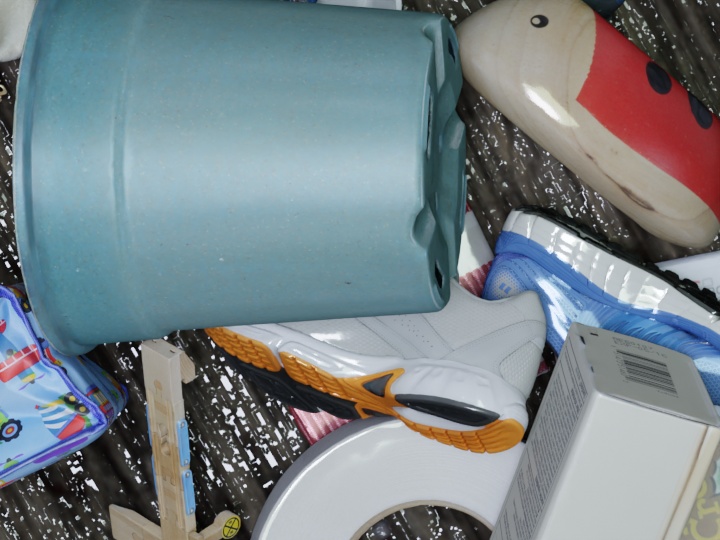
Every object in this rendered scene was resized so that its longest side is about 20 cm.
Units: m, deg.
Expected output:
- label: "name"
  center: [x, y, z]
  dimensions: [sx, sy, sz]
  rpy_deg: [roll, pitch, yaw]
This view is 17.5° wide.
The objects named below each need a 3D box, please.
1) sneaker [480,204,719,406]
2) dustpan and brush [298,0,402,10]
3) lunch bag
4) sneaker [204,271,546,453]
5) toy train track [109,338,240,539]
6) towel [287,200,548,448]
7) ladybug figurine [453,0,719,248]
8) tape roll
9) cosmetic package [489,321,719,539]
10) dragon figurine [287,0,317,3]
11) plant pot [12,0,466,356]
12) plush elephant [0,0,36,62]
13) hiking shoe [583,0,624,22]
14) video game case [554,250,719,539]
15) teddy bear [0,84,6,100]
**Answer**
- label: "sneaker"
  center: [0.155, 0.044, 1.286]
  dimensions: [0.199, 0.079, 0.089]
  rpy_deg: [29, 101, 5]
- label: "dustpan and brush"
  center: [-0.025, -0.104, 1.286]
  dimensions: [0.139, 0.057, 0.201]
  rpy_deg: [-24, 66, 11]
- label: "lunch bag"
  center: [-0.232, 0.100, 1.253]
  dimensions: [0.200, 0.151, 0.094]
  rpy_deg: [-38, 92, 0]
- label: "sneaker"
  center: [0.010, 0.032, 1.268]
  dimensions: [0.199, 0.076, 0.092]
  rpy_deg: [15, 65, 21]
- label: "toy train track"
  center: [-0.092, 0.120, 1.276]
  dimensions: [0.032, 0.114, 0.201]
  rpy_deg: [-31, 132, -36]
- label: "towel"
  center: [0.000, 0.000, 1.320]
  dimensions: [0.144, 0.023, 0.201]
  rpy_deg: [-28, 93, -1]
- label: "ladybug figurine"
  center: [0.134, -0.085, 1.254]
  dimensions: [0.200, 0.136, 0.072]
  rpy_deg: [35, 99, -33]
- label: "tape roll"
  center: [0.034, 0.177, 1.307]
  dimensions: [0.202, 0.037, 0.204]
  rpy_deg: [-1, 98, -7]
- label: "cosmetic package"
  center: [0.114, 0.141, 1.221]
  dimensions: [0.073, 0.104, 0.201]
  rpy_deg: [16, 109, -7]
- label: "dragon figurine"
  center: [-0.090, -0.207, 1.277]
  dimensions: [0.099, 0.059, 0.201]
  rpy_deg: [-28, 62, 10]
- label: "plant pot"
  center: [-0.052, -0.055, 1.177]
  dimensions: [0.195, 0.200, 0.201]
  rpy_deg: [1, 92, 11]
- label: "plush elephant"
  center: [-0.236, -0.156, 1.198]
  dimensions: [0.164, 0.200, 0.155]
  rpy_deg: [-27, 113, -16]
- label: "hiking shoe"
  center: [0.075, -0.213, 1.273]
  dimensions: [0.200, 0.087, 0.075]
  rpy_deg: [37, 56, -8]
- label: "video game case"
  center: [0.210, 0.090, 1.327]
  dimensions: [0.181, 0.022, 0.201]
  rpy_deg: [-11, 92, -1]
- label: "teddy bear"
  center: [-0.268, -0.131, 1.295]
  dimensions: [0.144, 0.067, 0.201]
  rpy_deg: [3, 85, -11]
